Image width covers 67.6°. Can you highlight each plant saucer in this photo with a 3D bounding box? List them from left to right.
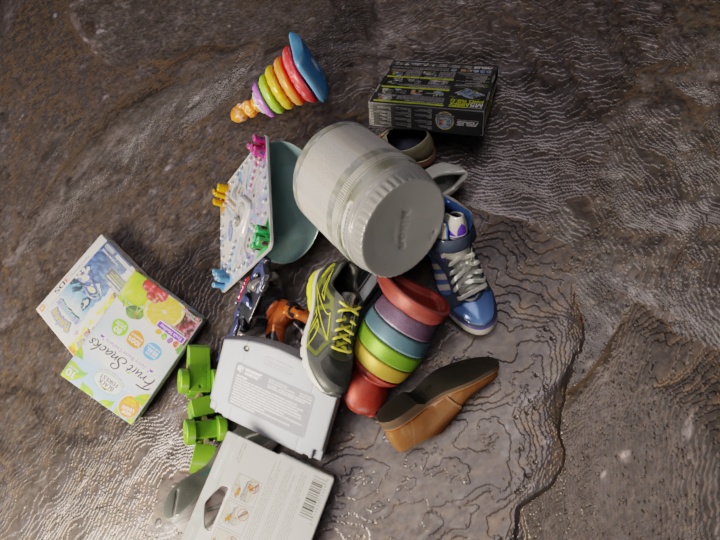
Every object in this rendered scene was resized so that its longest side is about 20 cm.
[{"bbox_3d":[-0.130,-0.116,0.928,0.196,0.038,0.208,6,99,36],"label":"plant saucer"}]

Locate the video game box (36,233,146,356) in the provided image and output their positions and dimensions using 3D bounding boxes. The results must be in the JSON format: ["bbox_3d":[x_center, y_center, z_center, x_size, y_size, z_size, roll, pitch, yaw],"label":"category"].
[{"bbox_3d":[-0.467,0.063,0.978,0.198,0.047,0.184,37,85,22],"label":"video game box"}]

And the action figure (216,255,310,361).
[{"bbox_3d":[-0.149,0.091,0.881,0.194,0.103,0.202,47,114,30],"label":"action figure"}]

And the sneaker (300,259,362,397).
[{"bbox_3d":[-0.037,0.072,0.757,0.084,0.073,0.205,-38,48,43],"label":"sneaker"}]

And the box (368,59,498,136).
[{"bbox_3d":[0.127,-0.301,0.923,0.194,0.045,0.162,9,48,17],"label":"box"}]

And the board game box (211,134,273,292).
[{"bbox_3d":[-0.205,-0.093,0.908,0.199,0.025,0.206,-33,56,47],"label":"board game box"}]

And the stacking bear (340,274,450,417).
[{"bbox_3d":[0.036,0.118,0.784,0.119,0.114,0.204,26,104,-12],"label":"stacking bear"}]

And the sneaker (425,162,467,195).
[{"bbox_3d":[0.083,-0.114,0.861,0.197,0.088,0.076,-34,104,-5],"label":"sneaker"}]

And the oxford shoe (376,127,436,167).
[{"bbox_3d":[0.032,-0.217,0.934,0.193,0.074,0.073,-6,69,12],"label":"oxford shoe"}]

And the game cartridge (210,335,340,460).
[{"bbox_3d":[-0.124,0.178,0.797,0.195,0.040,0.137,20,104,15],"label":"game cartridge"}]

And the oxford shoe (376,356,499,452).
[{"bbox_3d":[0.121,0.192,0.782,0.196,0.071,0.073,-29,104,-6],"label":"oxford shoe"}]

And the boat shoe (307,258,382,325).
[{"bbox_3d":[0.000,0.000,0.867,0.090,0.071,0.202,36,84,21],"label":"boat shoe"}]

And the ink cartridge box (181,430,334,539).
[{"bbox_3d":[-0.150,0.358,0.764,0.169,0.044,0.205,23,77,1],"label":"ink cartridge box"}]

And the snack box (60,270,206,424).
[{"bbox_3d":[-0.373,0.126,0.898,0.141,0.053,0.203,35,81,-4],"label":"snack box"}]

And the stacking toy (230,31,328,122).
[{"bbox_3d":[-0.166,-0.337,1.023,0.196,0.110,0.118,-28,50,15],"label":"stacking toy"}]

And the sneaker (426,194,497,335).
[{"bbox_3d":[0.144,-0.017,0.792,0.079,0.147,0.204,-22,65,-4],"label":"sneaker"}]

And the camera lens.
[{"bbox_3d":[0.005,-0.106,0.767,0.160,0.161,0.200,-42,48,-4],"label":"camera lens"}]

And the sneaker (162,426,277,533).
[{"bbox_3d":[-0.197,0.311,0.813,0.199,0.082,0.070,-39,33,-22],"label":"sneaker"}]

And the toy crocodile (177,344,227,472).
[{"bbox_3d":[-0.257,0.218,0.865,0.066,0.062,0.205,1,63,-31],"label":"toy crocodile"}]
